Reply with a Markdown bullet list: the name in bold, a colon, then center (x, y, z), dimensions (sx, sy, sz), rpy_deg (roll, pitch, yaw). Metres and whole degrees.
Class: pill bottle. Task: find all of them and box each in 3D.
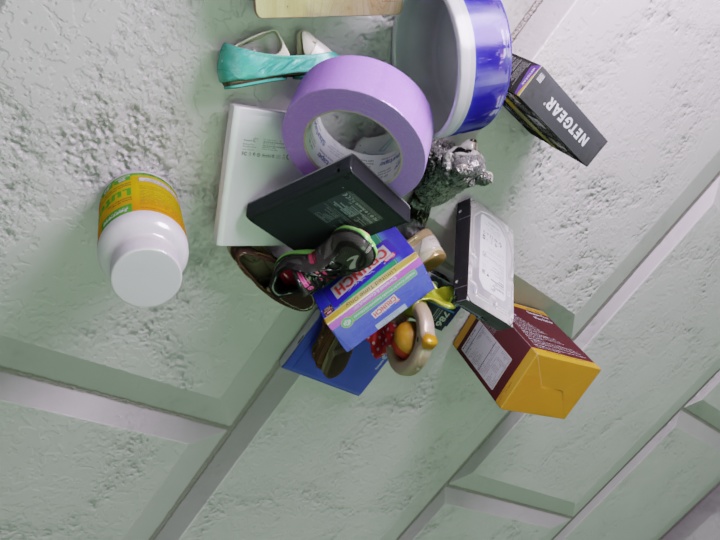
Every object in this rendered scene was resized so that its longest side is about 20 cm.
- **pill bottle**: center (-0.286, -0.043, 0.750), dimensions (0.109, 0.201, 0.113), rpy_deg (-11, 125, -17)

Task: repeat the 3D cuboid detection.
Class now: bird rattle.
- **bird rattle**: center (0.072, 0.102, 0.980), dimensions (0.111, 0.165, 0.200), rpy_deg (21, 128, -28)

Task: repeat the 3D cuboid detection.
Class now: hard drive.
- **hard drive**: center (0.223, -0.011, 1.016), dimensions (0.139, 0.203, 0.038), rpy_deg (29, 147, -35)
- **hard drive**: center (-0.048, -0.082, 0.813), dimensions (0.198, 0.033, 0.139), rpy_deg (-18, 144, 34)
- **hard drive**: center (-0.041, 0.164, 1.105), dimensions (0.198, 0.025, 0.133), rpy_deg (28, 106, -35)
- **hard drive**: center (-0.142, -0.135, 0.843), dimensions (0.130, 0.027, 0.203), rpy_deg (-2, 116, -35)

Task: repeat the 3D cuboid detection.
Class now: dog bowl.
- **dog bowl**: center (0.117, -0.287, 0.774), dimensions (0.077, 0.201, 0.203), rpy_deg (-13, 125, -18)

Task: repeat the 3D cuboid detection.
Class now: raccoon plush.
- **raccoon plush**: center (0.146, -0.122, 0.934), dimensions (0.095, 0.134, 0.203), rpy_deg (-8, 124, -20)

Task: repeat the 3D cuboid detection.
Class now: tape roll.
- **tape roll**: center (-0.003, -0.182, 0.766), dimensions (0.196, 0.066, 0.201), rpy_deg (13, 147, 8)

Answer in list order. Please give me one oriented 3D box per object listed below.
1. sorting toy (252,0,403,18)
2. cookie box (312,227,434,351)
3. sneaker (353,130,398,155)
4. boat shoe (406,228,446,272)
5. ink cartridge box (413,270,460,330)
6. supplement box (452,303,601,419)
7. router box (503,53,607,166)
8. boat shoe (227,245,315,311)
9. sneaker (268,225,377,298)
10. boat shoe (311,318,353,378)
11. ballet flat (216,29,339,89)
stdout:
- **sorting toy**: center (-0.044, -0.426, 0.695), dimensions (0.195, 0.070, 0.203), rpy_deg (-10, 125, -18)
- **cookie box**: center (0.000, 0.000, 0.906), dimensions (0.170, 0.201, 0.076), rpy_deg (-36, 128, 2)
- **sneaker**: center (0.005, -0.161, 0.899), dimensions (0.199, 0.071, 0.081), rpy_deg (-39, 109, 4)
- **boat shoe**: center (0.058, -0.006, 1.011), dimensions (0.198, 0.070, 0.073), rpy_deg (-30, 157, 24)
- **ink cartridge box**: center (0.138, 0.053, 1.107), dimensions (0.198, 0.039, 0.100), rpy_deg (23, 109, -34)
- **supplement box**: center (0.336, 0.175, 1.170), dimensions (0.195, 0.201, 0.134), rpy_deg (16, 114, -31)
- **router box**: center (0.274, -0.260, 0.889), dimensions (0.198, 0.158, 0.052), rpy_deg (29, 107, -36)
- **boat shoe**: center (-0.138, 0.017, 0.937), dimensions (0.072, 0.072, 0.200), rpy_deg (-38, 128, 4)
- **sneaker**: center (-0.056, -0.001, 0.826), dimensions (0.198, 0.084, 0.077), rpy_deg (-23, 118, 37)
- **boat shoe**: center (-0.036, 0.092, 0.997), dimensions (0.071, 0.068, 0.202), rpy_deg (1, 123, -50)
- **ballet flat**: center (-0.095, -0.287, 0.767), dimensions (0.197, 0.067, 0.072), rpy_deg (-11, 111, -20)
